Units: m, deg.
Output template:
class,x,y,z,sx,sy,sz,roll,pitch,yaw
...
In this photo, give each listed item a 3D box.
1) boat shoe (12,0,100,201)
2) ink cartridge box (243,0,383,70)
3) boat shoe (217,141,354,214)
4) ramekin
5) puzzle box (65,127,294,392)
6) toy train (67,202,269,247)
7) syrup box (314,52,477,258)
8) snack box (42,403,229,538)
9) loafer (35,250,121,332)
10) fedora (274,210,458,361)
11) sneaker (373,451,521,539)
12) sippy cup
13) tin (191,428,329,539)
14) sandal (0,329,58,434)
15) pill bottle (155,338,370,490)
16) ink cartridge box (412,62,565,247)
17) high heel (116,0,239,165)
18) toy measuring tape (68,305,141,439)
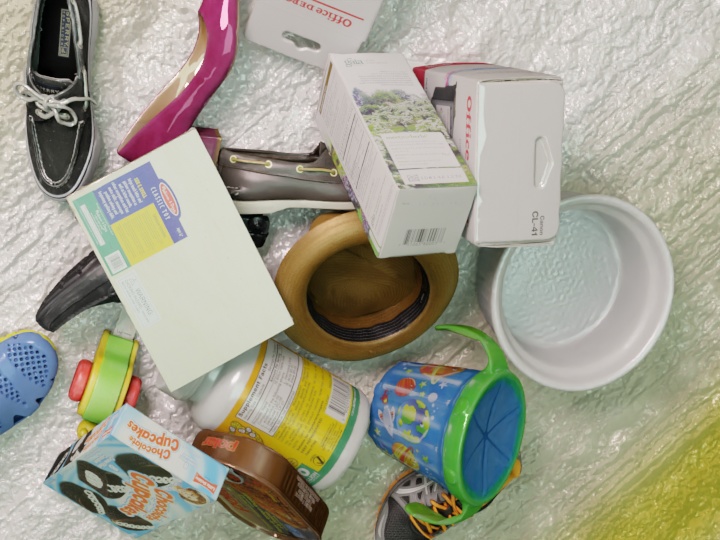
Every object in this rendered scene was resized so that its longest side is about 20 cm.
class,x,y,z,sx,sy,sz,roll,pitch,yaw
boat shoe,-0.275,-0.162,0.964,0.072,0.068,0.203,11,100,3
ink cartridge box,-0.025,-0.293,0.970,0.114,0.067,0.201,18,129,-15
boat shoe,-0.041,-0.095,1.036,0.197,0.072,0.062,-4,109,-8
ramekin,0.216,0.014,1.105,0.196,0.098,0.205,-3,104,-12
puzzle box,-0.161,-0.009,0.959,0.131,0.025,0.203,-27,103,-5
toy train,-0.187,-0.048,1.039,0.196,0.034,0.047,8,112,-13
syrup box,0.027,-0.111,0.966,0.077,0.202,0.082,-4,135,-22
snack box,-0.220,0.198,1.018,0.115,0.199,0.037,35,53,-16
loafer,-0.218,0.002,0.999,0.199,0.068,0.071,-35,107,5
fedora,0.000,0.000,1.048,0.197,0.082,0.203,-11,133,-12
sneaker,0.094,0.243,1.145,0.200,0.077,0.078,-44,110,3
sippy cup,0.082,0.155,1.082,0.180,0.129,0.140,-60,140,-24
tin,-0.102,0.219,1.059,0.110,0.042,0.201,3,147,25
sandal,-0.368,0.142,1.018,0.079,0.087,0.200,44,90,-16
pill bottle,-0.098,0.127,1.057,0.198,0.113,0.114,32,95,-18
ink cartridge box,0.113,-0.115,0.997,0.084,0.200,0.151,-4,104,-11
high heel,-0.169,-0.192,0.992,0.094,0.068,0.204,6,112,-18
toy measuring tape,-0.238,0.081,1.038,0.072,0.074,0.203,20,99,-16
